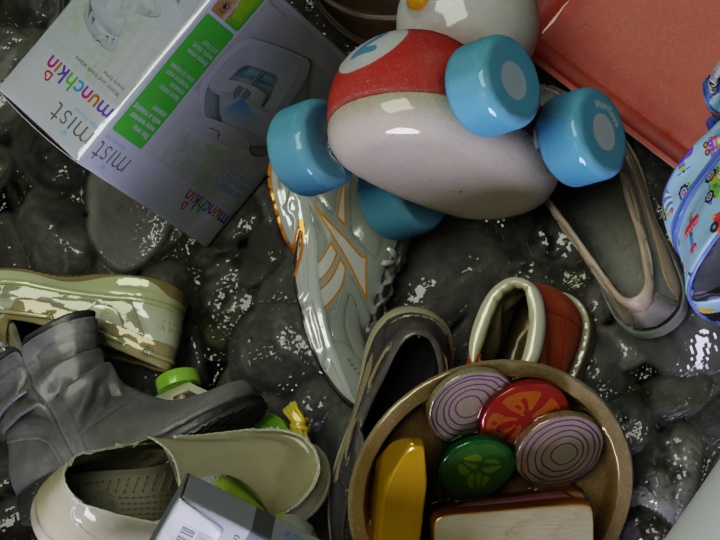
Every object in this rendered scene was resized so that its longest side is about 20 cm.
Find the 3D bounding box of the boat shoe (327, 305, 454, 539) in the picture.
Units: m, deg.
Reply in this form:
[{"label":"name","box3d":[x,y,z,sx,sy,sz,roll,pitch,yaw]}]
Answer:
[{"label":"boat shoe","box3d":[0.017,0.123,1.587,0.074,0.073,0.200,6,94,1]}]

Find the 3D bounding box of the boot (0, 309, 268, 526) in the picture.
[{"label":"boot","box3d":[-0.170,0.082,1.660,0.200,0.070,0.132,-24,70,13]}]

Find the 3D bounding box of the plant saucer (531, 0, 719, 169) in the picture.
[{"label":"plant saucer","box3d":[0.228,-0.181,1.638,0.200,0.037,0.200,41,93,28]}]

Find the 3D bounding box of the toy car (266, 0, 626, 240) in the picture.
[{"label":"toy car","box3d":[0.057,-0.146,1.580,0.184,0.177,0.200,-17,61,38]}]

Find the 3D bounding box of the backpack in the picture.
[{"label":"backpack","box3d":[0.276,-0.058,1.508,0.200,0.183,0.135,-45,54,18]}]

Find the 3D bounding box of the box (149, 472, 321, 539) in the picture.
[{"label":"box","box3d":[-0.055,0.236,1.493,0.200,0.041,0.156,27,110,-5]}]

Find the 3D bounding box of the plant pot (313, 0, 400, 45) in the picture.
[{"label":"plant pot","box3d":[0.012,-0.273,1.668,0.200,0.198,0.200,-7,73,22]}]

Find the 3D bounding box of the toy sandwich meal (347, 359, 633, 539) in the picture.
[{"label":"toy sandwich meal","box3d":[0.086,0.155,1.516,0.205,0.205,0.070,-42,23,7]}]

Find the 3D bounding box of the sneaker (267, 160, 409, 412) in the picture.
[{"label":"sneaker","box3d":[0.000,0.000,1.662,0.092,0.076,0.200,-16,74,4]}]

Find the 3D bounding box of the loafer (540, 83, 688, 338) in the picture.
[{"label":"loafer","box3d":[0.156,-0.049,1.612,0.072,0.063,0.200,-32,64,11]}]

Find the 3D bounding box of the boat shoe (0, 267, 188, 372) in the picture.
[{"label":"boat shoe","box3d":[-0.222,0.040,1.745,0.201,0.073,0.063,2,70,16]}]

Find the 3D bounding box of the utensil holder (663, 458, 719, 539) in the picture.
[{"label":"utensil holder","box3d":[0.259,0.190,1.437,0.170,0.170,0.200,36,91,28]}]

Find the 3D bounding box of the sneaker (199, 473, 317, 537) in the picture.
[{"label":"sneaker","box3d":[-0.051,0.214,1.552,0.200,0.076,0.105,38,111,-15]}]

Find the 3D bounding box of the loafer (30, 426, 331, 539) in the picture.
[{"label":"loafer","box3d":[-0.113,0.143,1.573,0.200,0.068,0.076,-10,65,-15]}]

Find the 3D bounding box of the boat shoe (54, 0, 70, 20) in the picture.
[{"label":"boat shoe","box3d":[-0.192,-0.223,1.816,0.076,0.060,0.200,-11,70,20]}]

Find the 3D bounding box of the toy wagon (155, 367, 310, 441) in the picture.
[{"label":"toy wagon","box3d":[-0.119,0.147,1.684,0.200,0.040,0.155,-22,67,15]}]

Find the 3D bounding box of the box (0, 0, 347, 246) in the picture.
[{"label":"box","box3d":[-0.125,-0.135,1.683,0.097,0.200,0.176,40,91,28]}]

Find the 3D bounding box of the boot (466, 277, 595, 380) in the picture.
[{"label":"boot","box3d":[0.087,0.099,1.574,0.075,0.107,0.200,14,83,23]}]
